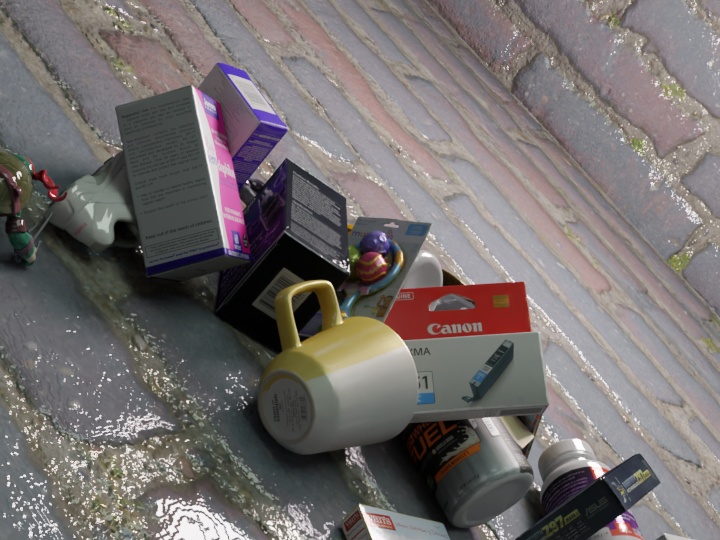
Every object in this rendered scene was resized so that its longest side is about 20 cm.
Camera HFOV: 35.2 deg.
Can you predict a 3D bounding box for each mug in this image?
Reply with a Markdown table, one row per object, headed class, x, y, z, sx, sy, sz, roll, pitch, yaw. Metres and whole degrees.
| class | x | y | z | sx | sy | sz | roll | pitch | yaw |
| --- | --- | --- | --- | --- | --- | --- | --- | --- | --- |
| mug | -0.048 | 0.126 | 1.288 | 0.187 | 0.150 | 0.153 | 47 | 31 | 21 |

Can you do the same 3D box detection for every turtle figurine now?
| class | x | y | z | sx | sy | sz | roll | pitch | yaw |
| --- | --- | --- | --- | --- | --- | --- | --- | --- | --- |
| turtle figurine | -0.380 | -0.071 | 1.129 | 0.150 | 0.101 | 0.200 | 42 | 28 | -2 |

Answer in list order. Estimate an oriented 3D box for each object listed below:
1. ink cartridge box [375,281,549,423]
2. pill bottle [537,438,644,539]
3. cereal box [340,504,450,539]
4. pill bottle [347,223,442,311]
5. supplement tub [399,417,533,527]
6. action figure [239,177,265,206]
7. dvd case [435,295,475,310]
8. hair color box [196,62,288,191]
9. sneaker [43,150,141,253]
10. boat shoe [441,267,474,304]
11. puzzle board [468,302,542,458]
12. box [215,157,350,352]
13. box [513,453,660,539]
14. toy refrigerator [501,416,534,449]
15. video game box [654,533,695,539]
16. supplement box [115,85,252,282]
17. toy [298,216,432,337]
| class | x | y | z | sx | sy | sz | roll | pitch | yaw |
| --- | --- | --- | --- | --- | --- | --- | --- | --- | --- |
| ink cartridge box | 0.120 | 0.092 | 1.387 | 0.045 | 0.198 | 0.178 | 91 | -5 | -67 |
| pill bottle | 0.308 | 0.329 | 1.540 | 0.111 | 0.111 | 0.201 | 29 | 27 | -30 |
| cereal box | 0.067 | 0.349 | 1.204 | 0.143 | 0.040 | 0.201 | 24 | 30 | -40 |
| pill bottle | 0.006 | 0.002 | 1.537 | 0.199 | 0.110 | 0.109 | 20 | 6 | 38 |
| supplement tub | 0.119 | 0.209 | 1.425 | 0.122 | 0.123 | 0.201 | 14 | 36 | -49 |
| action figure | -0.160 | -0.119 | 1.604 | 0.199 | 0.069 | 0.130 | 36 | 33 | -8 |
| dvd case | 0.084 | 0.075 | 1.544 | 0.198 | 0.025 | 0.150 | -8 | 23 | -28 |
| hair color box | -0.192 | -0.146 | 1.423 | 0.065 | 0.200 | 0.110 | 7 | 41 | -57 |
| sneaker | -0.286 | -0.073 | 1.327 | 0.100 | 0.078 | 0.200 | 48 | 30 | -8 |
| boat shoe | 0.096 | 0.020 | 1.717 | 0.199 | 0.074 | 0.063 | 27 | 10 | 21 |
| puzzle board | 0.192 | 0.165 | 1.631 | 0.017 | 0.151 | 0.201 | -20 | 56 | -18 |
| box | -0.097 | -0.023 | 1.439 | 0.104 | 0.148 | 0.201 | 33 | 24 | -21 |
| box | 0.257 | 0.307 | 1.381 | 0.051 | 0.200 | 0.157 | 54 | 26 | 15 |
| toy refrigerator | 0.140 | 0.183 | 1.564 | 0.200 | 0.076 | 0.070 | 48 | 23 | 12 |
| video game box | 0.375 | 0.407 | 1.426 | 0.199 | 0.182 | 0.047 | 20 | 31 | -42 |
| supplement box | -0.205 | -0.098 | 1.319 | 0.101 | 0.102 | 0.202 | 14 | 62 | -77 |
| toy | 0.000 | 0.000 | 1.430 | 0.201 | 0.114 | 0.047 | -65 | 145 | -28 |
